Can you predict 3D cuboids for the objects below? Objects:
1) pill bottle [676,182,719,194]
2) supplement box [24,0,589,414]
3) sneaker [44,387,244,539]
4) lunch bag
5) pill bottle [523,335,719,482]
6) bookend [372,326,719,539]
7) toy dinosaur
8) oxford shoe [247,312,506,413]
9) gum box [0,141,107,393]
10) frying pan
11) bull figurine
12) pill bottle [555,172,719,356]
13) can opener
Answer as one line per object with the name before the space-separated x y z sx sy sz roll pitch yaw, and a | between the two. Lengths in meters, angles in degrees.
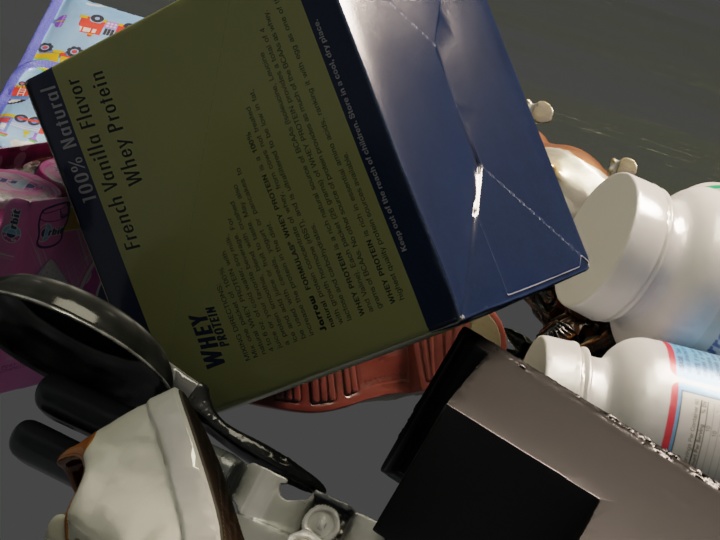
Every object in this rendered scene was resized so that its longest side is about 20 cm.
pill bottle | 0.277 0.028 1.500 0.113 0.113 0.200 6 22 -29
supplement box | -0.028 -0.049 1.140 0.200 0.200 0.134 -23 -3 35
sneaker | -0.090 0.140 0.988 0.085 0.073 0.200 -24 37 0
lunch bag | -0.170 -0.093 1.529 0.150 0.094 0.200 17 32 0
pill bottle | 0.184 0.099 1.234 0.200 0.109 0.109 15 19 -6
bookend | 0.087 0.139 1.014 0.199 0.092 0.200 32 21 6
toy dinosaur | 0.165 0.041 1.417 0.200 0.102 0.136 6 -11 46
oxford shoe | -0.019 0.051 1.294 0.200 0.071 0.075 3 -10 -21
gum box | -0.158 -0.008 1.232 0.066 0.114 0.200 27 22 27
frying pan | -0.105 0.046 1.081 0.190 0.031 0.115 18 -22 17
bull figurine | 0.145 -0.045 1.456 0.200 0.065 0.121 28 -14 15
pill bottle | 0.219 0.020 1.306 0.200 0.112 0.112 24 16 -18
can opener | -0.076 0.113 1.087 0.200 0.053 0.066 24 -14 14
